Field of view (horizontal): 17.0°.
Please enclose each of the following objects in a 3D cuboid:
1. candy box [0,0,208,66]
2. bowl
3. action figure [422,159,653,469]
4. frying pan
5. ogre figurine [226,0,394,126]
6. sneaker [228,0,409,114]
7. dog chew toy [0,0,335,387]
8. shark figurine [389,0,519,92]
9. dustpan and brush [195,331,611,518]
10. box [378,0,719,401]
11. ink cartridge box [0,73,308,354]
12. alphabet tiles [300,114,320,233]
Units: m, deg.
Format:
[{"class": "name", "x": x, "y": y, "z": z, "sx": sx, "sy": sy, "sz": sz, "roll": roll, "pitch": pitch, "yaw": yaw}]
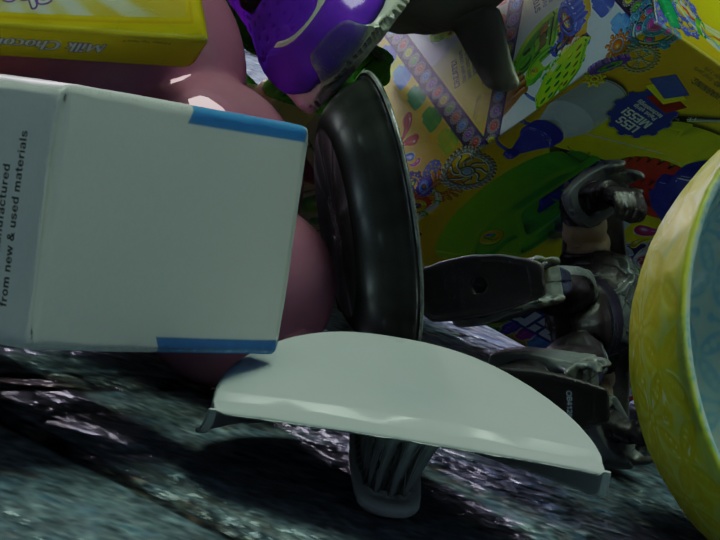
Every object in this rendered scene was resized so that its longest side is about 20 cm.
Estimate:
[{"class": "candy box", "x": -0.157, "y": -0.128, "z": 0.877, "sx": 0.200, "sy": 0.102, "sz": 0.026, "roll": 1, "pitch": -22, "yaw": -26}, {"class": "bowl", "x": 0.174, "y": 0.040, "z": 0.935, "sx": 0.200, "sy": 0.200, "sz": 0.108, "roll": 14, "pitch": -18, "yaw": -27}, {"class": "action figure", "x": 0.093, "y": 0.023, "z": 1.001, "sx": 0.069, "sy": 0.130, "sz": 0.200, "roll": -13, "pitch": 1, "yaw": 22}, {"class": "frying pan", "x": -0.003, "y": -0.017, "z": 0.976, "sx": 0.031, "sy": 0.115, "sz": 0.190, "roll": -9, "pitch": -3, "yaw": -11}, {"class": "ogre figurine", "x": -0.099, "y": -0.082, "z": 1.090, "sx": 0.120, "sy": 0.200, "sz": 0.098, "roll": 48, "pitch": -7, "yaw": 28}, {"class": "sneaker", "x": -0.046, "y": -0.139, "z": 1.013, "sx": 0.099, "sy": 0.070, "sz": 0.200, "roll": 36, "pitch": 15, "yaw": -24}, {"class": "dog chew toy", "x": -0.080, "y": -0.038, "z": 0.950, "sx": 0.200, "sy": 0.125, "sz": 0.125, "roll": 55, "pitch": 24, "yaw": 21}, {"class": "shark figurine", "x": 0.060, "y": -0.171, "z": 1.042, "sx": 0.089, "sy": 0.214, "sz": 0.128, "roll": 26, "pitch": 28, "yaw": -36}, {"class": "dustpan and brush", "x": 0.009, "y": 0.054, "z": 0.883, "sx": 0.139, "sy": 0.057, "sz": 0.200, "roll": 9, "pitch": 16, "yaw": -4}, {"class": "box", "x": 0.124, "y": -0.064, "z": 1.134, "sx": 0.200, "sy": 0.193, "sz": 0.122, "roll": 28, "pitch": 41, "yaw": -35}, {"class": "ink cartridge box", "x": -0.142, "y": -0.026, "z": 0.816, "sx": 0.200, "sy": 0.084, "sz": 0.145, "roll": 9, "pitch": 2, "yaw": 30}, {"class": "alphabet tiles", "x": 0.012, "y": -0.063, "z": 1.234, "sx": 0.200, "sy": 0.008, "sz": 0.167, "roll": -14, "pitch": -39, "yaw": 16}]
